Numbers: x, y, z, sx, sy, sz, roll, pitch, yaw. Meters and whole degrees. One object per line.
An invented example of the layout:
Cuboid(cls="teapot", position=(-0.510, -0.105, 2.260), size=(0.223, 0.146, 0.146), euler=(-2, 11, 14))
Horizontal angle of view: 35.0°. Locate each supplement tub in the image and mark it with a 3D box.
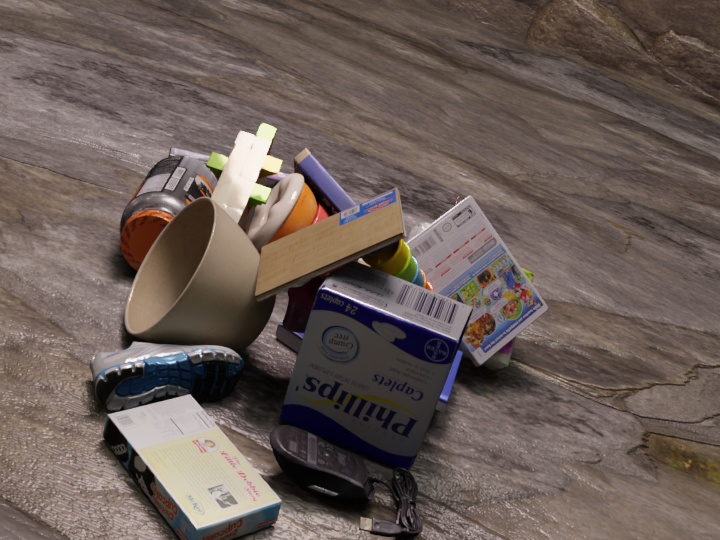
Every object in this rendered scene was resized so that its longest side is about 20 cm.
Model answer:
Cuboid(cls="supplement tub", position=(-0.281, -0.079, 1.679), size=(0.121, 0.124, 0.201), euler=(16, 28, -3))

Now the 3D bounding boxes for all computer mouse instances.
Cuboid(cls="computer mouse", position=(-0.020, 0.257, 1.316), size=(0.198, 0.046, 0.141), euler=(23, 21, -17))

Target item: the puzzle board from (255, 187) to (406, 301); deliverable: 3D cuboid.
Cuboid(cls="puzzle board", position=(-0.037, -0.032, 1.429), size=(0.198, 0.018, 0.151), euler=(-23, 23, 9))

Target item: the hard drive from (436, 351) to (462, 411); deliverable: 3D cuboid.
Cuboid(cls="hard drive", position=(0.035, 0.112, 1.556), size=(0.197, 0.026, 0.132), euler=(22, 28, 4))

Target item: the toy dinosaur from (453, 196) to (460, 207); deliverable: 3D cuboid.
Cuboid(cls="toy dinosaur", position=(0.097, -0.019, 1.751), size=(0.135, 0.201, 0.086), euler=(6, 34, -51))

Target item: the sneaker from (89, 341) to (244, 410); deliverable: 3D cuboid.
Cuboid(cls="sneaker", position=(-0.240, 0.115, 1.412), size=(0.197, 0.076, 0.087), euler=(0, 27, -32))

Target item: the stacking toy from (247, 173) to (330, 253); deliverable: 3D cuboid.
Cuboid(cls="stacking toy", position=(-0.070, -0.037, 1.751), size=(0.199, 0.146, 0.147), euler=(37, 23, -17))

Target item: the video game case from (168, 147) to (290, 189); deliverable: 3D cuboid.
Cuboid(cls="video game case", position=(-0.215, -0.137, 1.826), size=(0.197, 0.143, 0.019), euler=(13, 66, -11))

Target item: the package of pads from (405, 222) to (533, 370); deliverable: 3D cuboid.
Cuboid(cls="package of pads", position=(0.144, 0.035, 1.668), size=(0.198, 0.156, 0.068), euler=(24, -19, -12))

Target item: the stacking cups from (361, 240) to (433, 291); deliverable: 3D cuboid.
Cuboid(cls="stacking cups", position=(0.054, 0.008, 1.513), size=(0.060, 0.061, 0.200), euler=(35, -10, 29))

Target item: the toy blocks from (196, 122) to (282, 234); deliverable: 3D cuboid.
Cuboid(cls="toy blocks", position=(-0.181, -0.098, 1.661), size=(0.099, 0.137, 0.202), euler=(19, 59, 1))

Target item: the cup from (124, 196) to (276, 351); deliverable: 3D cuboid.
Cuboid(cls="cup", position=(-0.195, 0.026, 1.498), size=(0.142, 0.201, 0.201), euler=(32, 20, -27))

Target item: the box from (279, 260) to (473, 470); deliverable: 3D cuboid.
Cuboid(cls="box", position=(0.018, 0.116, 1.420), size=(0.182, 0.202, 0.105), euler=(21, 27, 6))

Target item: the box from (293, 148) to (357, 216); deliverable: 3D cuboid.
Cuboid(cls="box", position=(-0.030, -0.088, 1.769), size=(0.032, 0.121, 0.200), euler=(-40, 79, -13))

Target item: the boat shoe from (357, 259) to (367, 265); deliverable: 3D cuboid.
Cuboid(cls="boat shoe", position=(0.000, 0.000, 1.621), size=(0.073, 0.067, 0.200), euler=(16, -3, 0))

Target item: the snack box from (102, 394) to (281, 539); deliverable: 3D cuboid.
Cuboid(cls="snack box", position=(-0.190, 0.222, 1.280), size=(0.115, 0.038, 0.200), euler=(-9, 38, -41))

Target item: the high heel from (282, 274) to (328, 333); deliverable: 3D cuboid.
Cuboid(cls="high heel", position=(-0.005, 0.038, 1.513), size=(0.197, 0.097, 0.068), euler=(0, 33, -33))

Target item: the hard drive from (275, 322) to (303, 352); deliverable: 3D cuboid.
Cuboid(cls="hard drive", position=(-0.011, 0.089, 1.642), size=(0.131, 0.026, 0.199), euler=(32, 30, 24))

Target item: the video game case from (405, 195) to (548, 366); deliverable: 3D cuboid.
Cuboid(cls="video game case", position=(0.161, 0.014, 1.633), size=(0.143, 0.018, 0.201), euler=(-35, 90, -21))
